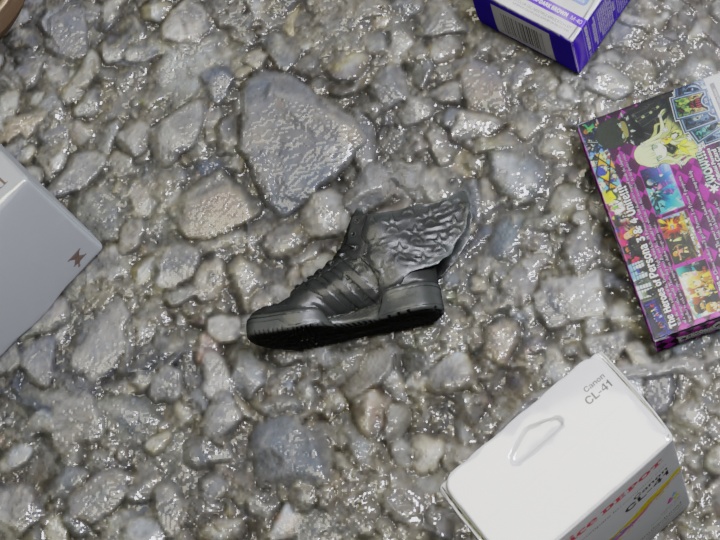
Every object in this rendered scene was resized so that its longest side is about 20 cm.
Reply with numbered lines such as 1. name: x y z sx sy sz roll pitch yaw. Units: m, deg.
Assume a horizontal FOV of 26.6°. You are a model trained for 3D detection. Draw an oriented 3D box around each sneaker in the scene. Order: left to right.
1. sneaker: -0.001 -0.001 1.266 0.197 0.060 0.105 -9 69 6

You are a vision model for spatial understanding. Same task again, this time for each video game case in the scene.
1. video game case: 0.288 -0.057 1.219 0.179 0.036 0.202 -20 66 7

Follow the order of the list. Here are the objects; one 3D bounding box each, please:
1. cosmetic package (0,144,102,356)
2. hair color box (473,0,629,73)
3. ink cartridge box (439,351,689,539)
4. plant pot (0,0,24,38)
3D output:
1. cosmetic package: -0.367 -0.047 1.319 0.200 0.166 0.168 41 84 23
2. hair color box: 0.196 -0.284 1.314 0.109 0.065 0.201 31 79 23
3. ink cartridge box: 0.151 0.161 1.085 0.147 0.200 0.086 -40 65 -2
4. plant pot: -0.388 -0.269 1.447 0.198 0.093 0.203 -5 69 14
